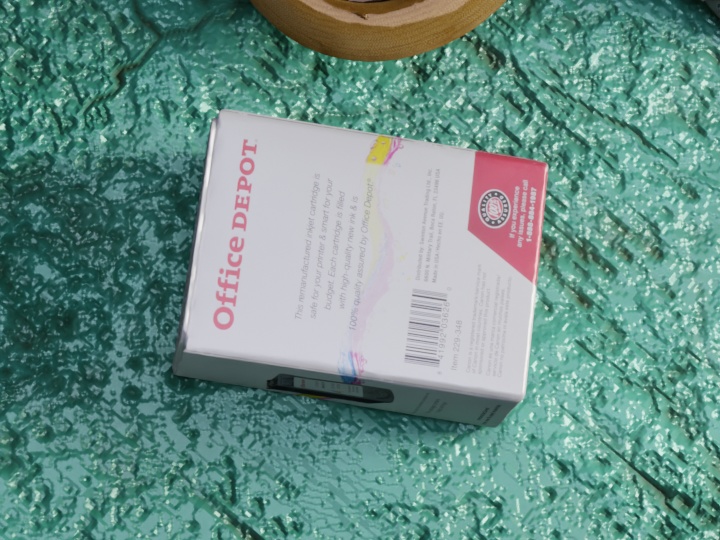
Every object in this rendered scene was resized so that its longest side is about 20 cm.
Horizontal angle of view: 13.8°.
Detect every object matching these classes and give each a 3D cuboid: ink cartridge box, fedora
[{"bbox_3d":[0.000,0.000,1.716,0.199,0.086,0.149,9,75,-4],"label":"ink cartridge box"},{"bbox_3d":[0.016,-0.215,1.774,0.199,0.082,0.202,0,84,1],"label":"fedora"}]

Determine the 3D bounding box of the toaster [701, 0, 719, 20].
[{"bbox_3d":[0.285,-0.236,1.798,0.200,0.129,0.114,-36,84,-16],"label":"toaster"}]
